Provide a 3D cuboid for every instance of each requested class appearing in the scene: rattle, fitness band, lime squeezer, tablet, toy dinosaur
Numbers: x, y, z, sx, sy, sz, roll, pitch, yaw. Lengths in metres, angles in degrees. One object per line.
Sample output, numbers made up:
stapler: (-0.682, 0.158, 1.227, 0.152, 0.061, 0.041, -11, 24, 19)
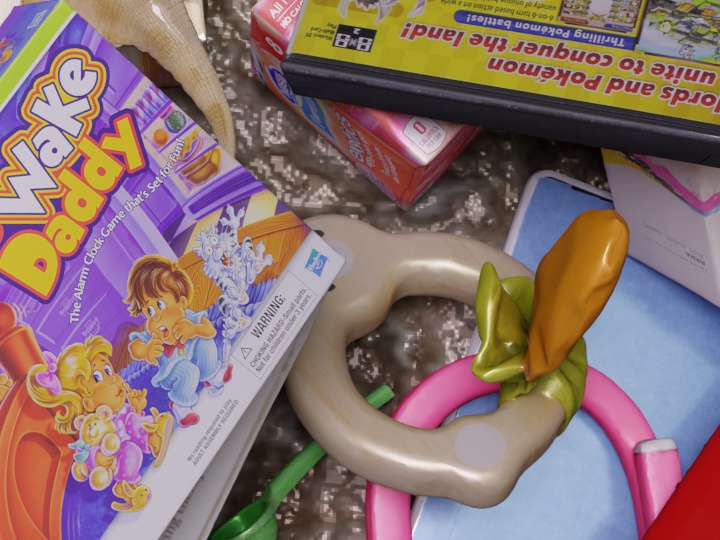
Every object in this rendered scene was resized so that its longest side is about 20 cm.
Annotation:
rattle: (0.000, 0.000, 0.726, 0.199, 0.143, 0.130, 35, 76, 17)
fitness band: (0.075, 0.134, 0.774, 0.142, 0.037, 0.202, -4, 80, -6)
lime squeezer: (-0.043, 0.136, 0.776, 0.070, 0.038, 0.201, 17, 79, -2)
tablet: (0.108, 0.065, 0.813, 0.129, 0.014, 0.201, 21, 80, -1)
toy dinosaur: (-0.095, -0.130, 0.744, 0.200, 0.058, 0.101, 43, 95, 10)

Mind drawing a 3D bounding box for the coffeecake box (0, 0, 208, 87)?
coffeecake box: (-0.174, -0.159, 0.796, 0.198, 0.073, 0.155, -5, 81, -6)

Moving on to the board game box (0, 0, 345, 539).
board game box: (-0.113, 0.035, 0.561, 0.134, 0.045, 0.201, 42, 73, -26)

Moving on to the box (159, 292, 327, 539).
box: (-0.156, 0.033, 0.677, 0.171, 0.199, 0.201, 32, 77, -29)

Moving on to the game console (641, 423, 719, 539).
game console: (0.229, 0.134, 0.781, 0.172, 0.119, 0.200, 30, 68, 22)

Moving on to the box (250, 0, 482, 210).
box: (0.052, -0.139, 0.770, 0.103, 0.095, 0.200, 42, 80, 4)

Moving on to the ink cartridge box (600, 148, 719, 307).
ink cartridge box: (0.166, -0.069, 0.773, 0.116, 0.201, 0.067, -39, 45, -19)

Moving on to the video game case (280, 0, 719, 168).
video game case: (0.088, -0.136, 0.681, 0.199, 0.026, 0.182, 11, 70, 16)
